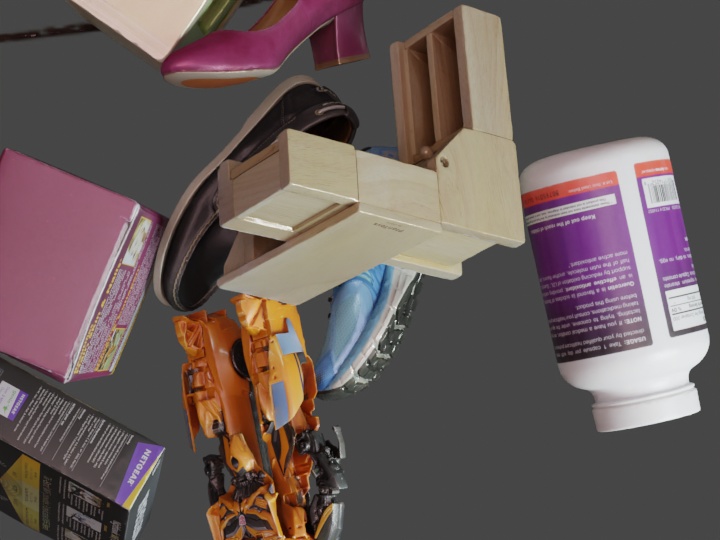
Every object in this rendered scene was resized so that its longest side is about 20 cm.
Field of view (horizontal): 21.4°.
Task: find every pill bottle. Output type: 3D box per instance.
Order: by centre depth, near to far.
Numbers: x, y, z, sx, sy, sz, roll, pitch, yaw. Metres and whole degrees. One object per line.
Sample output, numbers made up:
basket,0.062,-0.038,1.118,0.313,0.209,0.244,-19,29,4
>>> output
pill bottle,0.186,0.010,1.381,0.112,0.112,0.201,-12,88,1

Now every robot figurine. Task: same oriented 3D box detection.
robot figurine,-0.077,0.121,1.383,0.145,0.058,0.201,-20,77,44

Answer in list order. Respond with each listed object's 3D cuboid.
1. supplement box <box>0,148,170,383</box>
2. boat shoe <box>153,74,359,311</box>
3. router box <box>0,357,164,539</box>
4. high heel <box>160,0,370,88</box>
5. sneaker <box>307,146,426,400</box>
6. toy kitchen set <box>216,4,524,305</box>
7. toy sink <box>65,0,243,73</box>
supplement box,-0.211,0.000,1.347,0.103,0.200,0.132,23,88,2
boat shoe,-0.079,-0.050,1.401,0.068,0.072,0.200,37,89,38
router box,-0.222,0.135,1.342,0.157,0.200,0.052,29,67,2
high heel,-0.070,-0.187,1.371,0.199,0.067,0.097,-15,95,-39
sneaker,0.000,0.000,1.414,0.089,0.078,0.201,19,80,11
toy kitchen set,-0.020,-0.087,1.326,0.199,0.163,0.182,13,63,-36
toy sink,-0.118,-0.249,1.388,0.112,0.130,0.201,34,88,2
